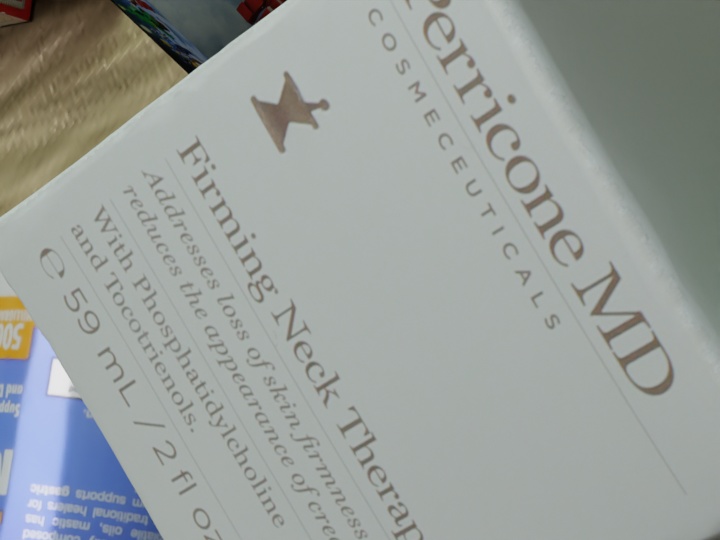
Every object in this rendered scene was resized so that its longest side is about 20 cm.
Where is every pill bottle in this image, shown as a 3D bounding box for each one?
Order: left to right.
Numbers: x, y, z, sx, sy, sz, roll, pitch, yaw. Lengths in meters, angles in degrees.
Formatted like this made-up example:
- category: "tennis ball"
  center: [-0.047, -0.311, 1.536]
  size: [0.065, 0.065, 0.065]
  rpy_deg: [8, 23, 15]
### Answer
- category: "pill bottle"
  center: [-0.093, 0.105, 1.004]
  size: [0.112, 0.112, 0.201]
  rpy_deg: [-5, 73, 52]

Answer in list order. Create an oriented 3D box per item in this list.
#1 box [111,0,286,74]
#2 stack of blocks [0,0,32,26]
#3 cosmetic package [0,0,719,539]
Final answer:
- category: "box"
  center: [-0.040, -0.144, 0.917]
  size: [0.038, 0.200, 0.137]
  rpy_deg: [26, 78, 40]
- category: "stack of blocks"
  center: [-0.192, -0.148, 1.223]
  size: [0.200, 0.115, 0.059]
  rpy_deg: [-4, 74, 51]
- category: "cosmetic package"
  center: [0.045, -0.006, 0.764]
  size: [0.200, 0.166, 0.168]
  rpy_deg: [-33, 87, 42]
